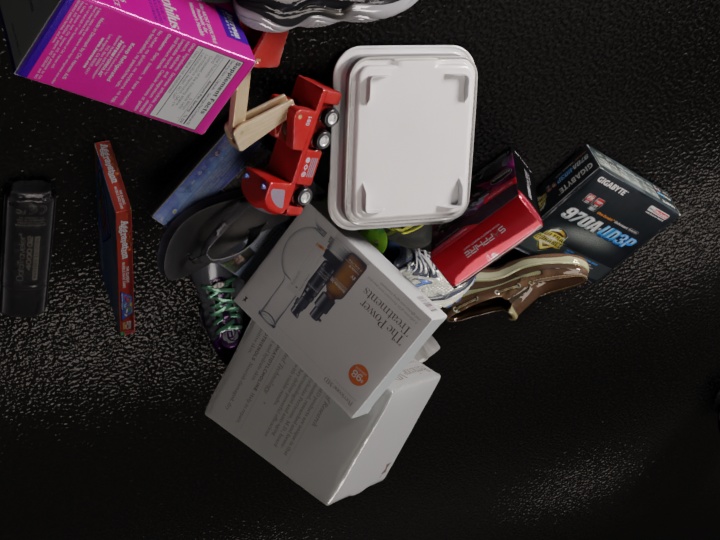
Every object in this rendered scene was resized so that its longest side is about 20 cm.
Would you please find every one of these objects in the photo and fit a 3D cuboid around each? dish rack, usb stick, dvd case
[{"bbox_3d":[0.053,-0.140,1.343,0.171,0.044,0.201,-5,107,-22],"label":"dish rack"},{"bbox_3d":[-0.364,-0.020,1.358,0.055,0.033,0.200,0,138,-18],"label":"usb stick"},{"bbox_3d":[-0.129,-0.074,1.395,0.143,0.018,0.200,-48,140,3],"label":"dvd case"}]

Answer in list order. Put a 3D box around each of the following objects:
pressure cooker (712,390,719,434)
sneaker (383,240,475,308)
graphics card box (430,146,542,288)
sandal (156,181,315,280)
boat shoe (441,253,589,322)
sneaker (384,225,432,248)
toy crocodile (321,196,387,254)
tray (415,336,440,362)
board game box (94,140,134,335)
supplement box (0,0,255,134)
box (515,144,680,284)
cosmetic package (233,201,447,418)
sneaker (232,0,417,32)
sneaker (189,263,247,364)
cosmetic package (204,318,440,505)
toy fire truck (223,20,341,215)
[{"bbox_3d":[0.714,0.255,2.145,0.179,0.200,0.176,-41,124,-12],"label":"pressure cooker"},{"bbox_3d":[0.060,0.002,1.577,0.199,0.077,0.085,-9,137,-19],"label":"sneaker"},{"bbox_3d":[0.144,-0.065,1.445,0.125,0.200,0.051,-37,103,17],"label":"graphics card box"},{"bbox_3d":[-0.133,-0.052,1.362,0.200,0.043,0.076,-31,138,-16],"label":"sandal"},{"bbox_3d":[0.203,0.032,1.641,0.202,0.075,0.075,-10,156,14],"label":"boat shoe"},{"bbox_3d":[0.040,-0.070,1.461,0.074,0.085,0.200,-36,142,5],"label":"sneaker"},{"bbox_3d":[0.000,0.000,1.477,0.062,0.067,0.200,-41,126,-32],"label":"toy crocodile"},{"bbox_3d":[0.013,0.139,1.764,0.200,0.022,0.107,-28,142,7],"label":"tray"},{"bbox_3d":[-0.264,-0.031,1.338,0.019,0.103,0.200,-12,142,-19],"label":"board game box"},{"bbox_3d":[-0.212,-0.215,1.140,0.200,0.101,0.103,16,128,-41],"label":"supplement box"},{"bbox_3d":[0.303,-0.069,1.639,0.200,0.046,0.159,22,125,-43],"label":"box"},{"bbox_3d":[-0.025,0.042,1.402,0.151,0.200,0.052,-53,163,18],"label":"cosmetic package"},{"bbox_3d":[-0.023,-0.292,1.164,0.199,0.076,0.114,-13,144,-10],"label":"sneaker"},{"bbox_3d":[-0.158,0.037,1.490,0.074,0.088,0.200,-16,143,-9],"label":"sneaker"},{"bbox_3d":[-0.044,0.153,1.530,0.167,0.200,0.167,-62,160,14],"label":"cosmetic package"},{"bbox_3d":[-0.091,-0.154,1.276,0.141,0.049,0.200,2,114,-47],"label":"toy fire truck"}]
